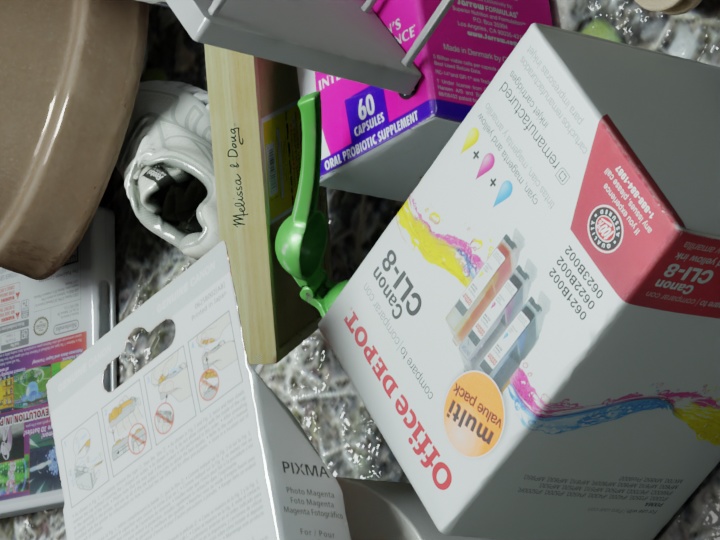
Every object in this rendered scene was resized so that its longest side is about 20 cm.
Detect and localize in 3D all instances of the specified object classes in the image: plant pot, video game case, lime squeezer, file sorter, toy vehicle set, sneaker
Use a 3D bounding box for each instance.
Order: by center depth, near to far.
[{"bbox_3d":[-0.039,-0.205,1.334,0.125,0.139,0.200,-56,46,23],"label":"file sorter"},{"bbox_3d":[0.000,0.000,1.401,0.071,0.200,0.038,-24,19,21],"label":"lime squeezer"},{"bbox_3d":[-0.048,-0.060,1.451,0.026,0.124,0.200,-2,100,14],"label":"toy vehicle set"},{"bbox_3d":[-0.107,-0.058,1.585,0.200,0.081,0.075,41,116,46],"label":"sneaker"},{"bbox_3d":[-0.243,-0.111,1.634,0.200,0.174,0.200,-164,90,-70],"label":"plant pot"},{"bbox_3d":[-0.222,0.066,1.740,0.200,0.023,0.182,-14,73,46],"label":"video game case"}]

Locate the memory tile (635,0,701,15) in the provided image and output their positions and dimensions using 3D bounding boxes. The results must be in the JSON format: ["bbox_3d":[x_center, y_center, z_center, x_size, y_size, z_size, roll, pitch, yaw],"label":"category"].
[{"bbox_3d":[0.163,-0.238,1.320,0.153,0.017,0.200,52,122,42],"label":"memory tile"}]

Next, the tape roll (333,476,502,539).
[{"bbox_3d":[0.030,0.206,1.336,0.203,0.139,0.203,-11,76,48],"label":"tape roll"}]

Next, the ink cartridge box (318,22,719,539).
[{"bbox_3d":[0.108,0.013,1.275,0.200,0.145,0.145,-55,48,29],"label":"ink cartridge box"}]

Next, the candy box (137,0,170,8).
[{"bbox_3d":[-0.109,-0.255,1.552,0.072,0.168,0.200,40,114,47],"label":"candy box"}]

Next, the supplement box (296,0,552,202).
[{"bbox_3d":[0.030,-0.147,1.426,0.101,0.103,0.200,-27,62,45],"label":"supplement box"}]

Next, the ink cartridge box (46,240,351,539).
[{"bbox_3d":[-0.077,0.112,1.284,0.163,0.057,0.200,-36,49,40],"label":"ink cartridge box"}]
